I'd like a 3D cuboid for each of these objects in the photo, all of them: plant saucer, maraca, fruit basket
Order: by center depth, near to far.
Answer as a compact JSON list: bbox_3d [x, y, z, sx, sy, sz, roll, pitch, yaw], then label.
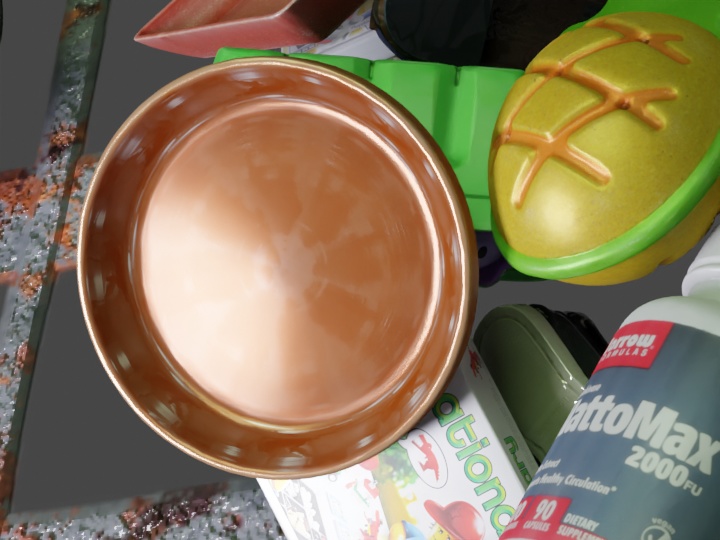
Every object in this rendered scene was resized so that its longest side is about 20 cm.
[{"bbox_3d":[0.126,-0.074,1.160,0.137,0.107,0.200,-12,41,35],"label":"maraca"},{"bbox_3d":[-0.039,-0.002,1.168,0.199,0.032,0.201,3,99,19],"label":"plant saucer"},{"bbox_3d":[0.000,0.000,1.265,0.215,0.156,0.217,-1,80,4],"label":"fruit basket"},{"bbox_3d":[-0.015,-0.188,1.410,0.200,0.037,0.199,-46,21,-20],"label":"plant saucer"}]

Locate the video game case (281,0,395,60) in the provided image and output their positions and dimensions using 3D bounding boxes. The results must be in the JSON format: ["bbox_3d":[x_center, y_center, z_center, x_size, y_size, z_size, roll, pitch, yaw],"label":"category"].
[{"bbox_3d":[0.044,-0.194,1.456,0.199,0.023,0.182,-24,33,14],"label":"video game case"}]

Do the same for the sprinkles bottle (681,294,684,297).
[{"bbox_3d":[0.244,0.051,1.170,0.199,0.068,0.068,6,61,33],"label":"sprinkles bottle"}]

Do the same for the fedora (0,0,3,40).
[{"bbox_3d":[-0.289,-0.103,1.566,0.200,0.092,0.201,-15,52,20],"label":"fedora"}]

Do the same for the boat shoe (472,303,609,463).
[{"bbox_3d":[0.130,0.099,1.199,0.200,0.066,0.075,55,130,25],"label":"boat shoe"}]

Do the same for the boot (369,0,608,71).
[{"bbox_3d":[0.097,-0.119,1.343,0.097,0.199,0.075,-162,92,-77],"label":"boot"}]

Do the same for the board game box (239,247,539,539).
[{"bbox_3d":[0.020,0.104,1.195,0.126,0.035,0.201,-30,84,23],"label":"board game box"}]

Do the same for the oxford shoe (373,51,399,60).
[{"bbox_3d":[0.020,-0.094,1.413,0.075,0.058,0.200,-25,34,18],"label":"oxford shoe"}]

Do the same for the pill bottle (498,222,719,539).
[{"bbox_3d":[0.150,0.081,1.087,0.119,0.120,0.200,15,64,36],"label":"pill bottle"}]
